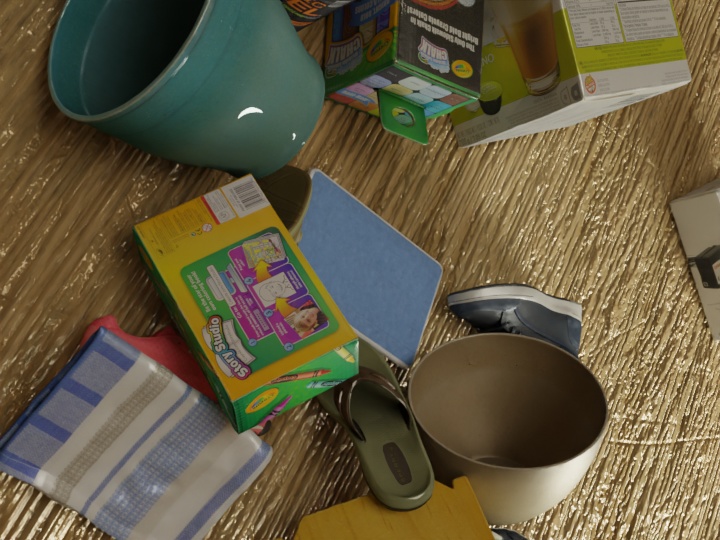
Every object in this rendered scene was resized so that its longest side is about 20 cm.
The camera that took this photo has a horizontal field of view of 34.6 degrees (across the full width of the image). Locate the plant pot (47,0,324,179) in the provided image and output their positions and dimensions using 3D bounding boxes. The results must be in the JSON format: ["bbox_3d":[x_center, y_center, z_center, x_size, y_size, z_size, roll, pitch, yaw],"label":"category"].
[{"bbox_3d":[-0.135,-0.177,1.008,0.187,0.198,0.203,33,61,-46],"label":"plant pot"}]

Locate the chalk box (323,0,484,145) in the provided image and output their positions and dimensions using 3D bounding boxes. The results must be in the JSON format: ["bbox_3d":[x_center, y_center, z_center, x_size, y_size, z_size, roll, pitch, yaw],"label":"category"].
[{"bbox_3d":[0.044,-0.229,1.200,0.124,0.123,0.203,16,73,-37],"label":"chalk box"}]

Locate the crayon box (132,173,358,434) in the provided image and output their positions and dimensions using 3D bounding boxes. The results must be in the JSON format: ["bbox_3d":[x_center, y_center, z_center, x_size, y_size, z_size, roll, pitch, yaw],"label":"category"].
[{"bbox_3d":[-0.099,0.024,0.986,0.118,0.059,0.201,-25,60,-16],"label":"crayon box"}]

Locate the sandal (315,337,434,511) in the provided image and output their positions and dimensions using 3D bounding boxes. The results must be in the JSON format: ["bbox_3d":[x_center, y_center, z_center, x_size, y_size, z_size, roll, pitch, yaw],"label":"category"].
[{"bbox_3d":[0.013,0.130,1.086,0.079,0.058,0.202,-23,56,-16],"label":"sandal"}]

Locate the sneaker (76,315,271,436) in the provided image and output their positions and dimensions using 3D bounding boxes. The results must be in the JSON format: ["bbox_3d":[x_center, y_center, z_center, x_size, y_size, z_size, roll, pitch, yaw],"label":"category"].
[{"bbox_3d":[-0.156,0.094,1.004,0.199,0.073,0.088,22,67,-34],"label":"sneaker"}]

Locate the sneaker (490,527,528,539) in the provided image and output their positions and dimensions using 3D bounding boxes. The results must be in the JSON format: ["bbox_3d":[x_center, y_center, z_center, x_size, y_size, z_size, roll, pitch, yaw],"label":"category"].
[{"bbox_3d":[0.128,0.304,1.192,0.198,0.079,0.080,10,74,-39],"label":"sneaker"}]

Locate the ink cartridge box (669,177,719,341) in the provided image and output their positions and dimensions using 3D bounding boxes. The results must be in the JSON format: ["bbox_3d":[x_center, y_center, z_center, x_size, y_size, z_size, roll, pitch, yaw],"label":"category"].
[{"bbox_3d":[0.516,-0.025,1.568,0.144,0.083,0.202,-23,96,-39],"label":"ink cartridge box"}]

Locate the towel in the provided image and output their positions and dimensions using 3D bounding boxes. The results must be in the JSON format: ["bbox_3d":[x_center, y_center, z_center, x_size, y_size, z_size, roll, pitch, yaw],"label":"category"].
[{"bbox_3d":[-0.182,0.153,0.949,0.147,0.024,0.200,-47,120,3],"label":"towel"}]

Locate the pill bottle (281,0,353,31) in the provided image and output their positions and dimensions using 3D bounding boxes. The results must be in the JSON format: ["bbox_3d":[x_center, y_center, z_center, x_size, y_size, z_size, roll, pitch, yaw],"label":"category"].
[{"bbox_3d":[-0.039,-0.300,1.095,0.105,0.199,0.108,9,75,-37],"label":"pill bottle"}]

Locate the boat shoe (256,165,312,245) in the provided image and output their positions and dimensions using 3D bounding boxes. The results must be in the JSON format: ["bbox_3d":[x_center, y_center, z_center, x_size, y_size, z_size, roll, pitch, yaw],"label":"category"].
[{"bbox_3d":[-0.101,-0.011,1.083,0.072,0.063,0.202,15,59,11],"label":"boat shoe"}]

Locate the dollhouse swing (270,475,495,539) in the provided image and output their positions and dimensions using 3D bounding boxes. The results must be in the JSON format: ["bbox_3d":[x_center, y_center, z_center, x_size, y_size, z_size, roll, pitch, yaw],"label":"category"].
[{"bbox_3d":[0.033,0.328,1.087,0.197,0.177,0.183,-17,57,-11],"label":"dollhouse swing"}]

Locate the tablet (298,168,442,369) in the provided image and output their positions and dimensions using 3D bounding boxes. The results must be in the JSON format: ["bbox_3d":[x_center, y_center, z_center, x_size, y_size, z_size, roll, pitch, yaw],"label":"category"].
[{"bbox_3d":[0.000,0.000,1.189,0.199,0.014,0.131,36,60,-29],"label":"tablet"}]

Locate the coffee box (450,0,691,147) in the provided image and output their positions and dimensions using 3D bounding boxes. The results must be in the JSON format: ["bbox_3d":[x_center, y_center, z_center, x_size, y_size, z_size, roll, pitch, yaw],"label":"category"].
[{"bbox_3d":[0.215,-0.269,1.296,0.198,0.199,0.201,-15,90,-39],"label":"coffee box"}]

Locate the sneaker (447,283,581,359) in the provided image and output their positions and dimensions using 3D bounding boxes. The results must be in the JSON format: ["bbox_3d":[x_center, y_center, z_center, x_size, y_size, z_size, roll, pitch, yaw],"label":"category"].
[{"bbox_3d":[0.177,0.097,1.272,0.201,0.076,0.148,13,70,-38],"label":"sneaker"}]

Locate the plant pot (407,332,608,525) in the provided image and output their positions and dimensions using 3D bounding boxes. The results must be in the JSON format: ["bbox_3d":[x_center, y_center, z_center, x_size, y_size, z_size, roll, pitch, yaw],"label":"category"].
[{"bbox_3d":[0.142,0.179,1.178,0.199,0.199,0.136,-31,137,-38],"label":"plant pot"}]
